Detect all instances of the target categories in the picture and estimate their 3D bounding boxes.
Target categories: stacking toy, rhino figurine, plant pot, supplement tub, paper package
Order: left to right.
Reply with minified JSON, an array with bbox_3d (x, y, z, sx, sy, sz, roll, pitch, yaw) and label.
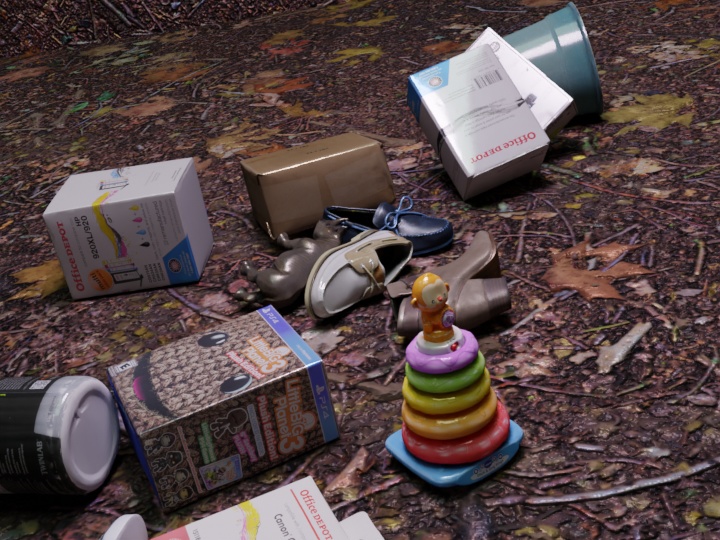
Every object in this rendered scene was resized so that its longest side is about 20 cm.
[{"bbox_3d":[-0.369,0.174,1.077,0.199,0.123,0.123,-2,27,17],"label":"supplement tub"},{"bbox_3d":[-0.079,-0.016,1.395,0.087,0.060,0.200,19,46,36],"label":"rhino figurine"},{"bbox_3d":[-0.071,-0.137,1.582,0.199,0.104,0.191,-17,16,-11],"label":"paper package"},{"bbox_3d":[0.080,0.093,0.966,0.116,0.201,0.110,-24,28,-27],"label":"stacking toy"},{"bbox_3d":[0.302,-0.342,1.786,0.195,0.201,0.201,-16,25,7],"label":"plant pot"}]

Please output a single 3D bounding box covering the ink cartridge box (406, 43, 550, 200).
[{"bbox_3d":[0.179,-0.230,1.579,0.144,0.084,0.201,-24,69,-10],"label":"ink cartridge box"}]

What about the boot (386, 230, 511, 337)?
[{"bbox_3d":[0.105,0.015,1.267,0.145,0.071,0.200,-12,25,5],"label":"boot"}]

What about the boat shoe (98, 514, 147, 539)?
[{"bbox_3d":[-0.242,0.287,0.865,0.067,0.072,0.200,-2,34,14],"label":"boat shoe"}]

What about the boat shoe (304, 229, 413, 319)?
[{"bbox_3d":[0.000,0.000,1.333,0.068,0.075,0.200,3,31,32],"label":"boat shoe"}]

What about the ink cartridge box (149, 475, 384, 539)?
[{"bbox_3d":[-0.072,0.249,0.865,0.199,0.068,0.116,-19,27,-15],"label":"ink cartridge box"}]

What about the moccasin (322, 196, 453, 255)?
[{"bbox_3d":[0.032,-0.062,1.450,0.199,0.069,0.081,-2,27,20],"label":"moccasin"}]

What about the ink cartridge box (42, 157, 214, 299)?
[{"bbox_3d":[-0.340,-0.063,1.517,0.199,0.148,0.145,-8,26,7],"label":"ink cartridge box"}]

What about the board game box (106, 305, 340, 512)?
[{"bbox_3d":[-0.148,0.140,1.084,0.199,0.097,0.159,-21,28,-19],"label":"board game box"}]

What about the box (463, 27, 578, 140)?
[{"bbox_3d":[0.245,-0.289,1.670,0.117,0.060,0.200,-47,67,5],"label":"box"}]
